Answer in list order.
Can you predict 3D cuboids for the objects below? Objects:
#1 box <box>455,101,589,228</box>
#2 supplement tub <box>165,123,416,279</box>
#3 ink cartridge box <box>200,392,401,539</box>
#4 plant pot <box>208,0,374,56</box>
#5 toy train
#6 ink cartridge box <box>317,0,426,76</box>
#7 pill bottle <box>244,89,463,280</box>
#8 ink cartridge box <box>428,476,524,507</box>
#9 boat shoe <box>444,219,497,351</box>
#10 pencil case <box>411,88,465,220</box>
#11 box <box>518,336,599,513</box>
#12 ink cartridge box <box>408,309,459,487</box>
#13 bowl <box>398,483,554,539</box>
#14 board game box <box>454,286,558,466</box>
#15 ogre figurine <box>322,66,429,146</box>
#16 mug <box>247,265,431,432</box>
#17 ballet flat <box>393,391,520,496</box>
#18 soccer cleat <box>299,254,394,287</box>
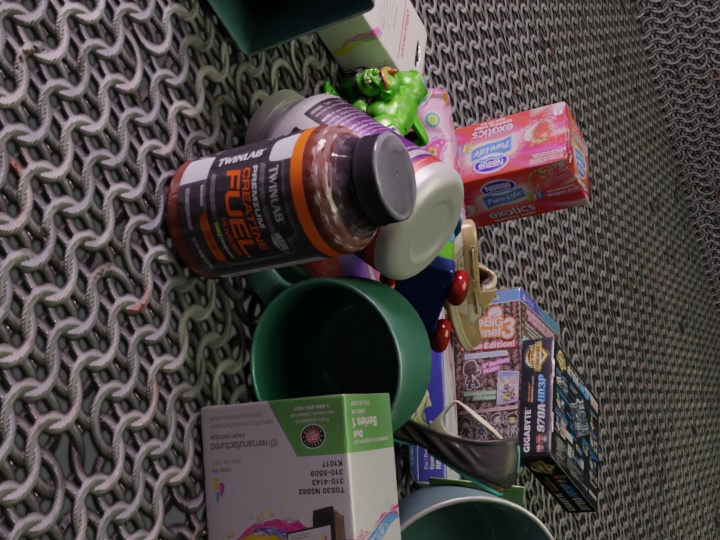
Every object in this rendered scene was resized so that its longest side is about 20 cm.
[{"bbox_3d":[0.187,-0.130,1.402,0.100,0.198,0.097,49,38,-46],"label":"box"},{"bbox_3d":[-0.055,-0.059,0.890,0.107,0.198,0.109,28,57,-54],"label":"supplement tub"},{"bbox_3d":[-0.047,0.207,0.889,0.084,0.143,0.203,10,74,-61],"label":"ink cartridge box"},{"bbox_3d":[-0.071,-0.338,1.026,0.142,0.140,0.202,55,29,-42],"label":"plant pot"},{"bbox_3d":[0.055,0.030,1.106,0.201,0.083,0.117,105,0,-45],"label":"toy train"},{"bbox_3d":[0.003,-0.290,1.231,0.200,0.067,0.118,49,40,-46],"label":"ink cartridge box"},{"bbox_3d":[-0.010,-0.086,0.990,0.112,0.199,0.113,-39,150,-28],"label":"pill bottle"},{"bbox_3d":[0.123,0.302,1.177,0.201,0.102,0.060,83,16,-50],"label":"ink cartridge box"},{"bbox_3d":[0.126,0.019,1.261,0.201,0.068,0.074,68,4,-48],"label":"boat shoe"},{"bbox_3d":[0.078,-0.115,1.310,0.087,0.086,0.203,7,77,-63],"label":"pencil case"},{"bbox_3d":[0.259,0.202,1.397,0.200,0.045,0.161,47,42,-48],"label":"box"},{"bbox_3d":[0.083,0.144,1.226,0.200,0.043,0.199,59,29,-73],"label":"ink cartridge box"},{"bbox_3d":[0.085,0.290,1.058,0.105,0.198,0.203,-131,-159,-70],"label":"bowl"},{"bbox_3d":[0.198,0.147,1.454,0.159,0.096,0.203,37,50,-55],"label":"board game box"},{"bbox_3d":[0.005,-0.159,1.136,0.200,0.118,0.099,-40,118,-61],"label":"ogre figurine"},{"bbox_3d":[-0.013,0.066,0.994,0.114,0.150,0.188,-3,84,-66],"label":"mug"},{"bbox_3d":[0.069,0.155,1.083,0.069,0.198,0.068,-68,165,-2],"label":"ballet flat"},{"bbox_3d":[0.000,0.000,1.116,0.077,0.066,0.199,-58,142,0],"label":"soccer cleat"}]
